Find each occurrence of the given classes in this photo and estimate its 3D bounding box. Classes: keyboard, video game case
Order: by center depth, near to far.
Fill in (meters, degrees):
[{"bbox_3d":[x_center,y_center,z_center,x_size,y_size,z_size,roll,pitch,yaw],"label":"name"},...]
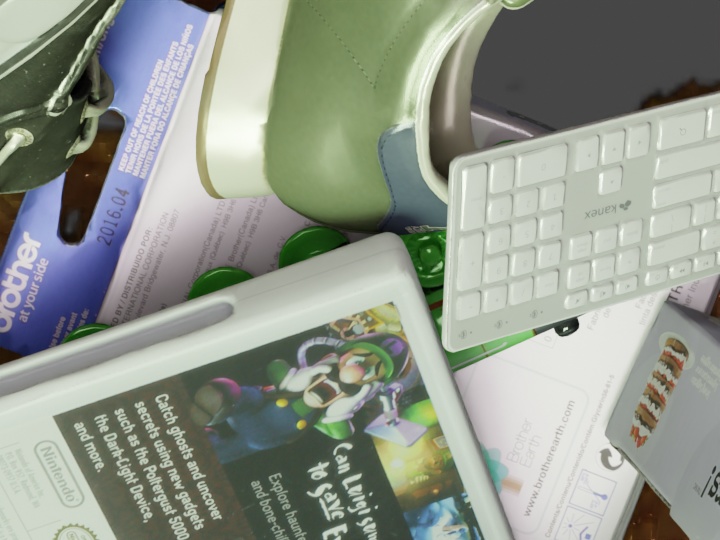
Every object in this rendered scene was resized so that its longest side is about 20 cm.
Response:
[{"bbox_3d":[0.105,-0.026,0.780,0.200,0.011,0.056,-15,127,-31],"label":"keyboard"},{"bbox_3d":[-0.047,0.092,0.801,0.181,0.023,0.200,-18,131,3],"label":"video game case"}]

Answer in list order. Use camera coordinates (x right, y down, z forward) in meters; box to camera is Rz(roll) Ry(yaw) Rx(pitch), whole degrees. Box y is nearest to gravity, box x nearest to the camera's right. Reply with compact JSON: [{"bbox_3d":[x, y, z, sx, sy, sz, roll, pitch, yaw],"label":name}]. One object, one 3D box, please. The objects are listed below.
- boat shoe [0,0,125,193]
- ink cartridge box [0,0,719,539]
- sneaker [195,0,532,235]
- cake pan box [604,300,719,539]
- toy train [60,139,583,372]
[{"bbox_3d":[-0.104,-0.058,0.783,0.064,0.071,0.200,30,132,-30],"label":"boat shoe"},{"bbox_3d":[0.000,0.000,0.830,0.200,0.042,0.120,20,99,-5],"label":"ink cartridge box"},{"bbox_3d":[0.021,-0.102,0.735,0.090,0.067,0.201,18,110,16],"label":"sneaker"},{"bbox_3d":[0.176,0.082,0.743,0.184,0.200,0.052,19,100,-14],"label":"cake pan box"},{"bbox_3d":[-0.022,0.024,0.797,0.200,0.042,0.056,-23,109,4],"label":"toy train"}]
